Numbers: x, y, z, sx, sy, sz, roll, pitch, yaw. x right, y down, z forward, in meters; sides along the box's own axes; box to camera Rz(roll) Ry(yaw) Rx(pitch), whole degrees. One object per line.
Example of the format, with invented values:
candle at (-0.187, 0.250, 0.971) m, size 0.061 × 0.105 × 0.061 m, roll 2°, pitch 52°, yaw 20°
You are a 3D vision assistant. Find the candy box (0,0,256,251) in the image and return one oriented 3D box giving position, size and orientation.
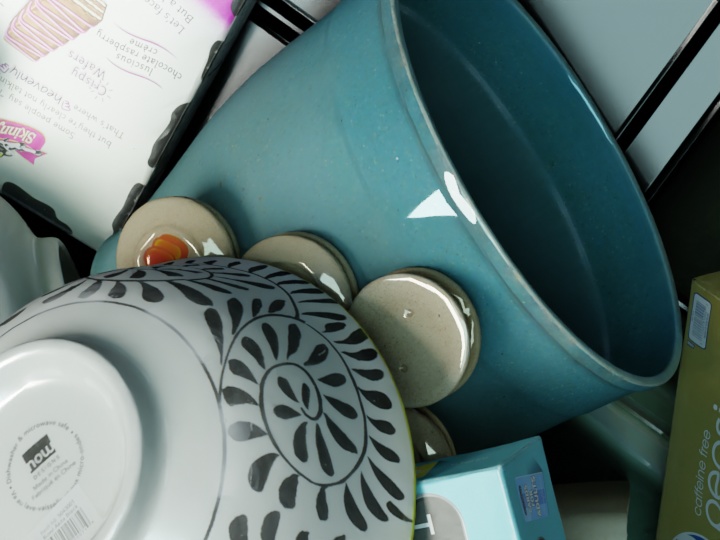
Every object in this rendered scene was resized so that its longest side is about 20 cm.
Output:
candy box at (-0.114, -0.128, 1.132) m, size 0.136 × 0.061 × 0.201 m, roll 31°, pitch 108°, yaw 0°

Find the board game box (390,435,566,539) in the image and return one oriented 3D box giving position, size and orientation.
board game box at (-0.012, 0.156, 0.977) m, size 0.199 × 0.047 × 0.152 m, roll -14°, pitch 94°, yaw 25°

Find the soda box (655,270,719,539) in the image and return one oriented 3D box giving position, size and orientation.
soda box at (0.170, 0.098, 1.124) m, size 0.067 × 0.064 × 0.201 m, roll -14°, pitch 123°, yaw -31°

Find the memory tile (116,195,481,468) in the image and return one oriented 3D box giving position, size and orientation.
memory tile at (-0.040, 0.082, 1.010) m, size 0.152 × 0.017 × 0.202 m, roll 18°, pitch 105°, yaw 19°

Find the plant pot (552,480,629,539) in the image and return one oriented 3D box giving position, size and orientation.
plant pot at (0.020, 0.187, 1.106) m, size 0.175 × 0.200 × 0.202 m, roll 4°, pitch 90°, yaw 6°

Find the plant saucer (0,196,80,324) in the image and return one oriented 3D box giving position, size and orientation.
plant saucer at (-0.133, 0.044, 1.119) m, size 0.050 × 0.200 × 0.202 m, roll -18°, pitch 103°, yaw 0°

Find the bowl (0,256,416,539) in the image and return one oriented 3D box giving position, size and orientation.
bowl at (-0.090, 0.078, 0.928) m, size 0.199 × 0.094 × 0.202 m, roll -10°, pitch 69°, yaw 26°

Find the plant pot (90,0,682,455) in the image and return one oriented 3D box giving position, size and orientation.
plant pot at (0.000, 0.000, 1.092) m, size 0.187 × 0.200 × 0.201 m, roll -31°, pitch 100°, yaw 23°
